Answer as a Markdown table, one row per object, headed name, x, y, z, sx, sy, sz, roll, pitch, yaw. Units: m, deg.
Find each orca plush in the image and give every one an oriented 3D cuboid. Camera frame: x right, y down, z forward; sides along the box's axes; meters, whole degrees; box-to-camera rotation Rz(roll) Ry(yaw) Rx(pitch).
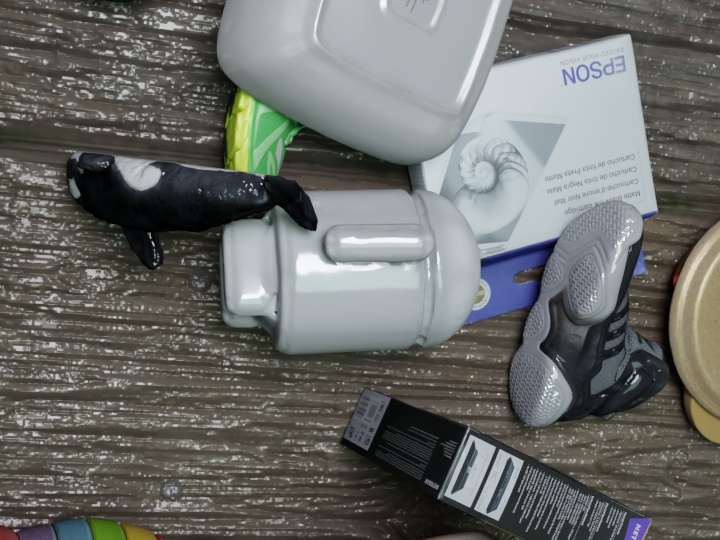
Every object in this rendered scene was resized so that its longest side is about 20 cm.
| name | x | y | z | sx | sy | sz | roll | pitch | yaw |
| --- | --- | --- | --- | --- | --- | --- | --- | --- | --- |
| orca plush | -0.121 | -0.035 | 0.707 | 0.197 | 0.105 | 0.072 | 8 | 96 | 19 |

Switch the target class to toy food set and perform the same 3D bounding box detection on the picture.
| name | x | y | z | sx | sy | sz | roll | pitch | yaw |
| --- | --- | --- | --- | --- | --- | --- | --- | --- | --- |
| toy food set | 0.350 | 0.039 | 0.918 | 0.196 | 0.049 | 0.202 | -29 | 104 | -11 |

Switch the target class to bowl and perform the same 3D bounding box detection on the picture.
| name | x | y | z | sx | sy | sz | roll | pitch | yaw |
| --- | --- | --- | --- | --- | --- | --- | --- | --- | --- |
| bowl | 0.021 | -0.187 | 0.720 | 0.198 | 0.074 | 0.202 | 22 | 86 | -31 |

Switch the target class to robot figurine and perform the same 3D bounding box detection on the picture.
| name | x | y | z | sx | sy | sz | roll | pitch | yaw |
| --- | --- | --- | --- | --- | --- | --- | --- | --- | --- |
| robot figurine | 0.000 | 0.000 | 0.751 | 0.197 | 0.170 | 0.115 | -1 | 80 | -12 |

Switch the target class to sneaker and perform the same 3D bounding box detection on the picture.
| name | x | y | z | sx | sy | sz | roll | pitch | yaw |
| --- | --- | --- | --- | --- | --- | --- | --- | --- | --- |
| sneaker | 0.200 | 0.039 | 0.847 | 0.112 | 0.076 | 0.202 | 7 | 119 | -24 |
| sneaker | -0.048 | -0.133 | 0.763 | 0.083 | 0.074 | 0.203 | 15 | 93 | -14 |

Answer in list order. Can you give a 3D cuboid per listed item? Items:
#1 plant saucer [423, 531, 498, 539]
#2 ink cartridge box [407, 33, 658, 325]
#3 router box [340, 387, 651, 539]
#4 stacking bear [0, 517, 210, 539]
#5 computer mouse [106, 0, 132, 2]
| name | x | y | z | sx | sy | sz | roll | pitch | yaw |
| --- | --- | --- | --- | --- | --- | --- | --- | --- | --- |
| plant saucer | 0.025 | 0.224 | 0.779 | 0.198 | 0.201 | 0.037 | -7 | 72 | -15 |
| ink cartridge box | 0.138 | -0.068 | 0.844 | 0.197 | 0.041 | 0.203 | -16 | 102 | -14 |
| router box | 0.090 | 0.152 | 0.777 | 0.156 | 0.200 | 0.053 | 28 | 83 | -17 |
| stacking bear | -0.174 | 0.237 | 0.766 | 0.198 | 0.121 | 0.115 | 6 | 103 | -26 |
| computer mouse | -0.146 | -0.232 | 0.655 | 0.140 | 0.199 | 0.047 | 16 | 53 | -48 |
